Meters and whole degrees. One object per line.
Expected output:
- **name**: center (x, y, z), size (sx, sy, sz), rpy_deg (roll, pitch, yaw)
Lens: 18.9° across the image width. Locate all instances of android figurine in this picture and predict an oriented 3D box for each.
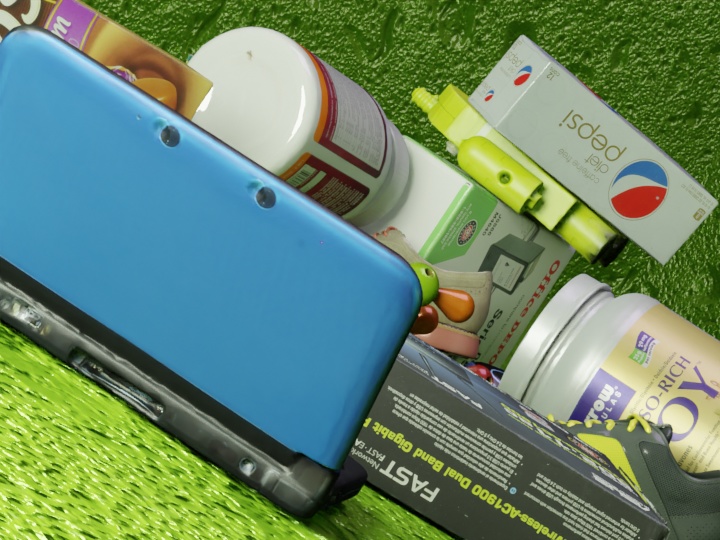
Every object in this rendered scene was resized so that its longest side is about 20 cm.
- **android figurine**: center (0.122, -0.078, 1.695), size (0.200, 0.041, 0.182), rpy_deg (41, 8, 11)

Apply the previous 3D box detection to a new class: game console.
- **game console**: center (-0.068, 0.002, 0.909), size (0.199, 0.119, 0.171), rpy_deg (33, 5, 9)

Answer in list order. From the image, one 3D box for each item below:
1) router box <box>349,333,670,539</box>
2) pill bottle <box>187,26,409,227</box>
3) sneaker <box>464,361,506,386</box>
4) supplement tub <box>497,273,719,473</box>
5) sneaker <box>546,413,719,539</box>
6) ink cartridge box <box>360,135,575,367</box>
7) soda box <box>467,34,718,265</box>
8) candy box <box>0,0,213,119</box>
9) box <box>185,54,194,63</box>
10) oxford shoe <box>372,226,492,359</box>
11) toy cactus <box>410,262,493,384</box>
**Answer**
- **router box**: center (0.051, 0.090, 1.123), size (0.199, 0.062, 0.150), rpy_deg (31, 6, -11)
- **pill bottle**: center (-0.043, -0.093, 1.517), size (0.109, 0.110, 0.200), rpy_deg (34, 3, 24)
- **sneaker**: center (0.165, 0.109, 1.618), size (0.199, 0.078, 0.070), rpy_deg (31, 4, -15)
- **supplement tub**: center (0.206, 0.106, 1.498), size (0.199, 0.146, 0.145), rpy_deg (33, 4, 17)
- **sneaker**: center (0.153, 0.120, 1.371), size (0.199, 0.085, 0.074), rpy_deg (32, 4, 0)
- **ink cartridge box**: center (0.065, -0.001, 1.695), size (0.084, 0.146, 0.200), rpy_deg (36, 6, 32)
- **soda box**: center (0.179, -0.091, 1.649), size (0.200, 0.068, 0.064), rpy_deg (36, 10, -29)
- **candy box**: center (-0.200, -0.112, 1.267), size (0.199, 0.117, 0.056), rpy_deg (29, 5, -28)
- **box**: center (-0.106, -0.103, 1.776), size (0.117, 0.049, 0.200), rpy_deg (21, -21, -6)
- **oxford shoe**: center (0.000, 0.000, 1.567), size (0.199, 0.075, 0.070), rpy_deg (20, -2, -3)
- **toy cactus**: center (-0.028, 0.024, 1.289), size (0.199, 0.103, 0.165), rpy_deg (26, -12, -36)
